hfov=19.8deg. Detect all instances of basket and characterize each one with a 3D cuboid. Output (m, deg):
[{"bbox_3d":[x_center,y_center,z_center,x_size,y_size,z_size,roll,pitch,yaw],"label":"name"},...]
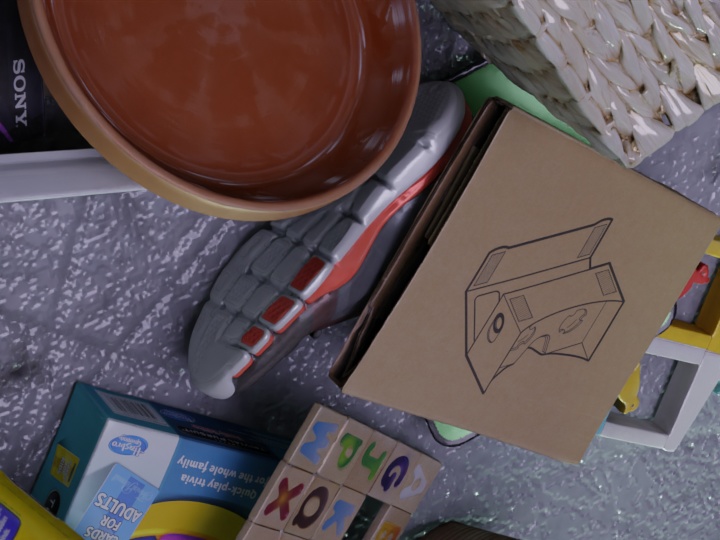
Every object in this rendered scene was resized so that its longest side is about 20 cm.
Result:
[{"bbox_3d":[0.100,-0.157,0.966,0.123,0.200,0.136,-42,126,-1],"label":"basket"}]

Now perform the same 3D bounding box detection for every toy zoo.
[{"bbox_3d":[0.152,0.032,1.188,0.199,0.020,0.132,13,104,-34],"label":"toy zoo"}]

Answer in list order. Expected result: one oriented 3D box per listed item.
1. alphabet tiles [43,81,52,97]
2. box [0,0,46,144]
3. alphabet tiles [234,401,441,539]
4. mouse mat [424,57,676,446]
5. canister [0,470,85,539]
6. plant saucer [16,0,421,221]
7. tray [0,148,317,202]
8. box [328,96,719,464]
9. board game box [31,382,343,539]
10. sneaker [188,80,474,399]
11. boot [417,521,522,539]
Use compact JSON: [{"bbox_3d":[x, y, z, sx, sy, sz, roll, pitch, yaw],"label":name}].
[{"bbox_3d":[-0.163,-0.178,0.920,0.165,0.006,0.201,3,110,-32],"label":"alphabet tiles"},{"bbox_3d":[-0.235,-0.113,0.882,0.199,0.036,0.144,-12,117,-26],"label":"box"},{"bbox_3d":[-0.038,0.173,1.088,0.201,0.008,0.167,-60,152,-1],"label":"alphabet tiles"},{"bbox_3d":[0.078,-0.017,1.110,0.160,0.008,0.201,-27,117,-9],"label":"mouse mat"},{"bbox_3d":[-0.218,0.142,0.955,0.149,0.087,0.200,-47,112,-1],"label":"canister"},{"bbox_3d":[-0.063,-0.117,0.923,0.199,0.032,0.202,12,67,-30],"label":"plant saucer"},{"bbox_3d":[-0.128,-0.045,0.945,0.199,0.107,0.022,-6,94,-28],"label":"tray"},{"bbox_3d":[0.091,0.013,1.074,0.199,0.021,0.164,21,102,-46],"label":"box"},{"bbox_3d":[-0.115,0.173,1.080,0.150,0.047,0.201,17,102,-34],"label":"board game box"},{"bbox_3d":[0.000,0.000,1.044,0.200,0.077,0.082,-45,124,1],"label":"sneaker"},{"bbox_3d":[0.057,0.212,1.097,0.200,0.154,0.074,-39,131,-34],"label":"boot"}]
